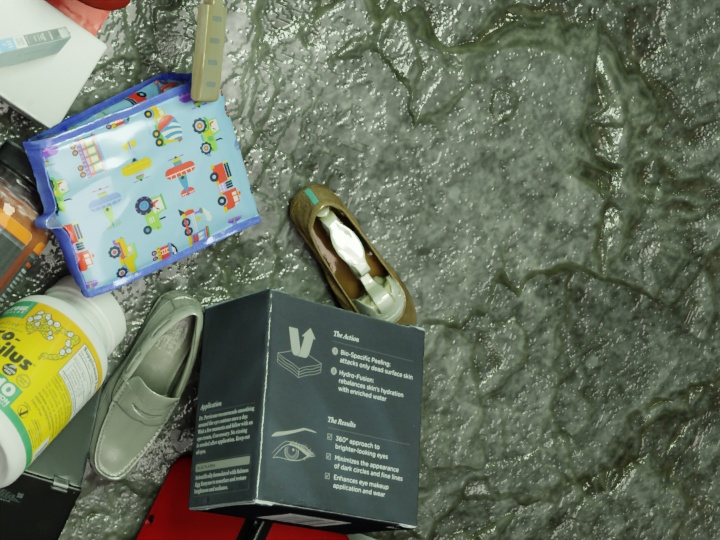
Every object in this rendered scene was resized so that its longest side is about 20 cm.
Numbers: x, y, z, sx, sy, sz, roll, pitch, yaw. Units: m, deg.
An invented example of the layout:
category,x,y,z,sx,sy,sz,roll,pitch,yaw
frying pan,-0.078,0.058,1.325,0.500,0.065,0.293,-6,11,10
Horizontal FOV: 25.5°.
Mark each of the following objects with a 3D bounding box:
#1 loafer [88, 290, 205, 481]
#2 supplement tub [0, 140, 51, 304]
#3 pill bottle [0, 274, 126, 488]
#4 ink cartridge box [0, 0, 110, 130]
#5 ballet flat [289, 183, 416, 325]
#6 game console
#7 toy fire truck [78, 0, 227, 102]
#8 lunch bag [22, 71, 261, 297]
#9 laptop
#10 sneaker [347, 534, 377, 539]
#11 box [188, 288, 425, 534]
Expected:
category,x,y,z,sx,sy,sz,roll,pitch,yaw
loafer,-0.209,0.116,1.550,0.069,0.070,0.201,21,96,-22
supplement tub,-0.354,-0.019,1.442,0.107,0.107,0.201,41,80,-23
pill bottle,-0.301,0.094,1.448,0.200,0.112,0.113,-51,120,-44
ink cartridge box,-0.311,-0.252,1.409,0.199,0.045,0.177,34,82,-31
ballet flat,0.000,0.000,1.591,0.068,0.072,0.201,-35,112,-7
game console,-0.135,0.316,1.591,0.172,0.118,0.201,33,76,-32
toy fire truck,-0.182,-0.254,1.385,0.175,0.129,0.201,-23,72,-47
lunch bag,-0.208,-0.077,1.453,0.199,0.094,0.152,-30,113,-35
laptop,-0.363,0.173,1.513,0.186,0.116,0.201,20,111,-19
sneaker,-0.066,0.331,1.655,0.198,0.071,0.100,-4,104,-11
box,-0.048,0.140,1.523,0.196,0.117,0.202,16,70,-37
